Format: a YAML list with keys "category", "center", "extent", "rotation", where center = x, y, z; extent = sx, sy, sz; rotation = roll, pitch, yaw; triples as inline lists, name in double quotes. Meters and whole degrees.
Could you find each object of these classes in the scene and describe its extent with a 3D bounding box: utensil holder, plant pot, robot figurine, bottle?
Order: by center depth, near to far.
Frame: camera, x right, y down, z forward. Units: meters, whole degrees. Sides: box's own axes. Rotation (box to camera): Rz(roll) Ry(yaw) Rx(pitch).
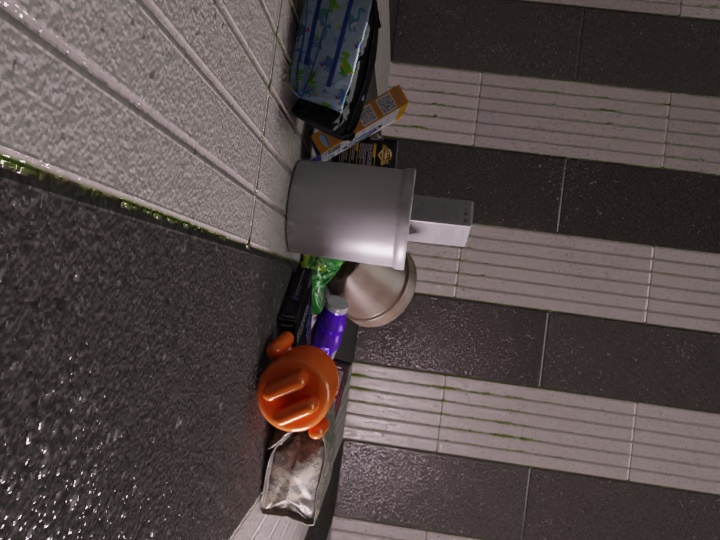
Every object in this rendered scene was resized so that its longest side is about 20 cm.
- category: "robot figurine"
  center: [-0.094, 0.179, 0.960]
  extent: [0.118, 0.143, 0.200]
  rotation: [-61, 176, 4]
- category: "utensil holder"
  center: [-0.013, -0.098, 1.038]
  extent: [0.170, 0.197, 0.172]
  rotation: [8, 90, -86]
- category: "bottle"
  center: [-0.075, 0.144, 1.263]
  extent: [0.084, 0.064, 0.202]
  rotation: [-84, -167, -58]
- category: "plant pot"
  center: [0.000, 0.000, 1.327]
  extent: [0.173, 0.198, 0.203]
  rotation: [38, 54, -51]

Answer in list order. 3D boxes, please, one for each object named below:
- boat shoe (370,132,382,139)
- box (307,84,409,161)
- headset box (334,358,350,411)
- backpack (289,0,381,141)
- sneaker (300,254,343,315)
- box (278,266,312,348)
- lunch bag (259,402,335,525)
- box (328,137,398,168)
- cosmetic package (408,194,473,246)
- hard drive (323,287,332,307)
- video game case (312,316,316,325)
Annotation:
- category: "boat shoe"
  center: [-0.012, -0.195, 1.292]
  extent: [0.068, 0.072, 0.201]
  rotation: [28, 95, -51]
- category: "box"
  center: [-0.014, -0.251, 1.084]
  extent: [0.042, 0.198, 0.119]
  rotation: [62, -2, -3]
- category: "headset box"
  center: [-0.086, 0.313, 1.480]
  extent: [0.149, 0.074, 0.203]
  rotation: [85, 21, -82]
- category: "backpack"
  center: [-0.036, -0.308, 0.886]
  extent: [0.202, 0.153, 0.163]
  rotation: [-62, 178, 12]
- category: "sneaker"
  center: [-0.072, -0.009, 1.183]
  extent: [0.074, 0.082, 0.203]
  rotation: [-62, 159, -81]
- category: "box"
  center: [-0.116, 0.116, 1.116]
  extent: [0.144, 0.036, 0.202]
  rotation: [-78, 173, -51]
- category: "lunch bag"
  center: [-0.102, 0.317, 1.100]
  extent: [0.164, 0.116, 0.203]
  rotation: [-64, 165, -76]
- category: "box"
  center: [-0.012, -0.166, 1.220]
  extent: [0.049, 0.157, 0.203]
  rotation: [-50, 146, -84]
- category: "cosmetic package"
  center: [0.151, -0.116, 1.396]
  extent: [0.102, 0.197, 0.075]
  rotation: [90, 8, -64]
- category: "hard drive"
  center: [-0.069, 0.056, 1.445]
  extent: [0.200, 0.026, 0.134]
  rotation: [-66, 141, -80]
- category: "video game case"
  center: [-0.099, 0.135, 1.500]
  extent: [0.200, 0.023, 0.185]
  rotation: [-50, 146, -83]
